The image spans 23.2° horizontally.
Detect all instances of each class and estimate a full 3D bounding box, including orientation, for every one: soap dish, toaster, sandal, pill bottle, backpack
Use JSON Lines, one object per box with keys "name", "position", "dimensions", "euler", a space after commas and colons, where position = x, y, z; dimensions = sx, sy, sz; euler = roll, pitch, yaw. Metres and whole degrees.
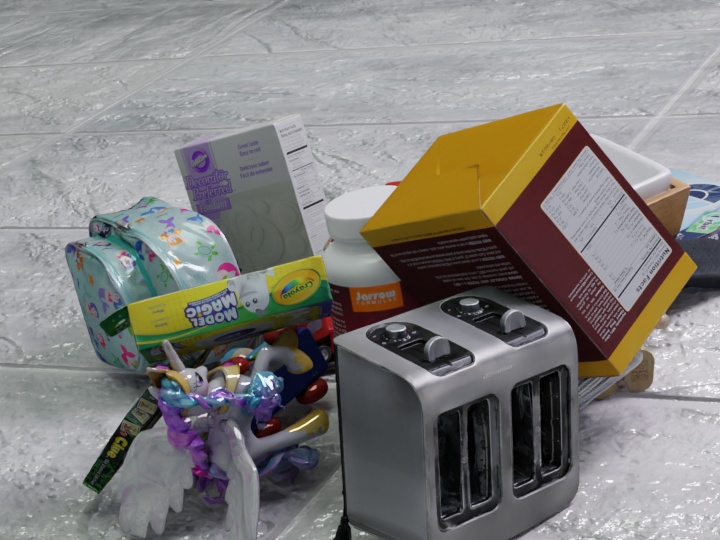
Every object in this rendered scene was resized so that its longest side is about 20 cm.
{"name": "soap dish", "position": [0.236, -0.068, 1.867], "dimensions": [0.157, 0.081, 0.200], "euler": [-24, 24, -14]}
{"name": "toaster", "position": [0.076, 0.131, 1.430], "dimensions": [0.181, 0.200, 0.119], "euler": [-17, 23, -36]}
{"name": "sandal", "position": [0.301, -0.001, 1.768], "dimensions": [0.200, 0.043, 0.076], "euler": [7, 42, -31]}
{"name": "pill bottle", "position": [0.024, 0.027, 1.675], "dimensions": [0.113, 0.200, 0.113], "euler": [-10, 21, 4]}
{"name": "backpack", "position": [-0.207, 0.021, 1.838], "dimensions": [0.150, 0.178, 0.200], "euler": [-28, 25, -34]}

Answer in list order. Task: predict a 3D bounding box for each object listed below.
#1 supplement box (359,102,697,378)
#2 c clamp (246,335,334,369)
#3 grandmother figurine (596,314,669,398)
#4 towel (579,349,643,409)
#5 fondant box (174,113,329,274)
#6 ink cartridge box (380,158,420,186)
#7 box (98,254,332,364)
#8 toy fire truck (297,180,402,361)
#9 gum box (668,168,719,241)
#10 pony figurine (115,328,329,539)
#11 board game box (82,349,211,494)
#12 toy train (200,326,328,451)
{"name": "supplement box", "position": [0.147, -0.018, 1.559], "dimensions": [0.133, 0.200, 0.197], "euler": [-50, 20, -25]}
{"name": "c clamp", "position": [-0.031, 0.066, 1.856], "dimensions": [0.200, 0.027, 0.171], "euler": [-11, 26, -3]}
{"name": "grandmother figurine", "position": [0.238, 0.054, 1.704], "dimensions": [0.121, 0.061, 0.200], "euler": [-3, 24, -4]}
{"name": "towel", "position": [0.182, 0.080, 1.625], "dimensions": [0.147, 0.024, 0.200], "euler": [-37, 18, 10]}
{"name": "fondant box", "position": [-0.107, -0.057, 1.920], "dimensions": [0.144, 0.200, 0.058], "euler": [-11, 9, 34]}
{"name": "ink cartridge box", "position": [0.045, -0.058, 1.947], "dimensions": [0.162, 0.050, 0.200], "euler": [-44, 17, -11]}
{"name": "box", "position": [-0.126, 0.038, 1.543], "dimensions": [0.200, 0.048, 0.117], "euler": [-13, -8, -3]}
{"name": "toy fire truck", "position": [0.000, 0.000, 1.788], "dimensions": [0.200, 0.141, 0.049], "euler": [-23, 29, -27]}
{"name": "gum box", "position": [0.338, -0.050, 1.931], "dimensions": [0.170, 0.045, 0.200], "euler": [-21, 22, -24]}
{"name": "pony figurine", "position": [-0.116, 0.146, 1.508], "dimensions": [0.166, 0.193, 0.200], "euler": [10, 10, 37]}
{"name": "board game box", "position": [-0.184, 0.115, 1.629], "dimensions": [0.023, 0.105, 0.200], "euler": [34, 38, 2]}
{"name": "toy train", "position": [-0.133, 0.129, 1.685], "dimensions": [0.116, 0.085, 0.200], "euler": [-11, 21, 49]}
